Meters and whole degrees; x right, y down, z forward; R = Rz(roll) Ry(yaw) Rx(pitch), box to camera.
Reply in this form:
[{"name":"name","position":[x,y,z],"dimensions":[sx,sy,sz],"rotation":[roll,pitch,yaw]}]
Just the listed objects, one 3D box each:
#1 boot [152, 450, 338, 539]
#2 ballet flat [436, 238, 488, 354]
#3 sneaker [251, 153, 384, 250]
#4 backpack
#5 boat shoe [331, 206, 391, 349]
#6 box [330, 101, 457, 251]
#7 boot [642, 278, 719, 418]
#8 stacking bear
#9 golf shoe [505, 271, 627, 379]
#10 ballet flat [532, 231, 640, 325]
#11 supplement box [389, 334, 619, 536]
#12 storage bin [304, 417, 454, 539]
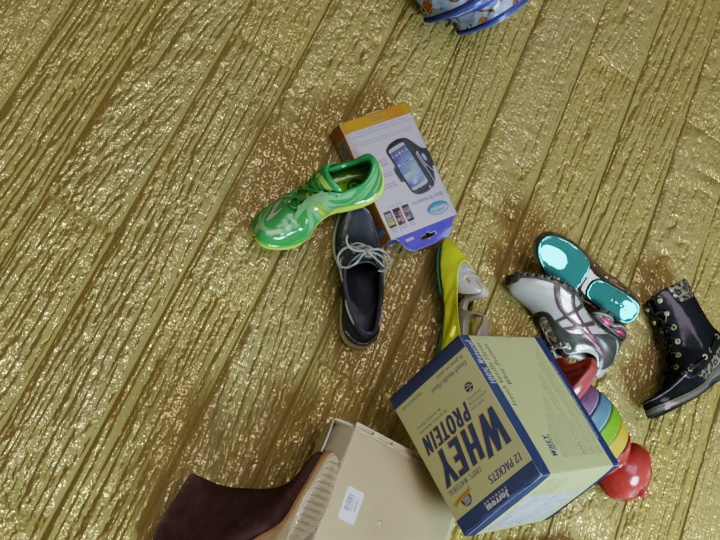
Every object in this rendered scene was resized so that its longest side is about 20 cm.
[{"name":"boot","position":[-0.134,0.268,1.385],"dimensions":[0.165,0.073,0.202],"rotation":[24,72,26]},{"name":"ballet flat","position":[0.142,0.052,1.628],"dimensions":[0.067,0.066,0.204],"rotation":[27,60,-52]},{"name":"sneaker","position":[-0.059,-0.099,1.570],"dimensions":[0.198,0.084,0.074],"rotation":[-31,63,-16]},{"name":"backpack","position":[0.165,-0.431,1.752],"dimensions":[0.189,0.199,0.156],"rotation":[-30,99,-26]},{"name":"boat shoe","position":[0.000,0.000,1.590],"dimensions":[0.074,0.062,0.203],"rotation":[9,68,-15]},{"name":"box","position":[0.051,-0.124,1.669],"dimensions":[0.118,0.041,0.203],"rotation":[-20,84,-28]},{"name":"boot","position":[0.452,0.113,1.750],"dimensions":[0.202,0.073,0.155],"rotation":[-26,82,-33]},{"name":"stacking bear","position":[0.321,0.229,1.633],"dimensions":[0.114,0.121,0.200],"rotation":[-46,102,-17]},{"name":"golf shoe","position":[0.284,0.072,1.687],"dimensions":[0.198,0.077,0.089],"rotation":[31,70,-11]},{"name":"ballet flat","position":[0.318,0.006,1.727],"dimensions":[0.198,0.072,0.068],"rotation":[32,99,-15]},{"name":"supplement box","position":[0.179,0.200,1.490],"dimensions":[0.198,0.134,0.202],"rotation":[5,48,-51]},{"name":"storage bin","position":[0.007,0.315,1.469],"dimensions":[0.197,0.094,0.202],"rotation":[29,64,-12]}]
